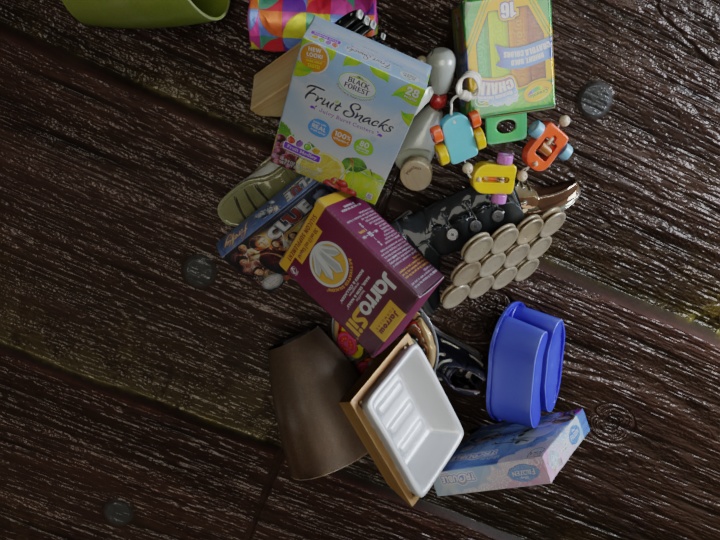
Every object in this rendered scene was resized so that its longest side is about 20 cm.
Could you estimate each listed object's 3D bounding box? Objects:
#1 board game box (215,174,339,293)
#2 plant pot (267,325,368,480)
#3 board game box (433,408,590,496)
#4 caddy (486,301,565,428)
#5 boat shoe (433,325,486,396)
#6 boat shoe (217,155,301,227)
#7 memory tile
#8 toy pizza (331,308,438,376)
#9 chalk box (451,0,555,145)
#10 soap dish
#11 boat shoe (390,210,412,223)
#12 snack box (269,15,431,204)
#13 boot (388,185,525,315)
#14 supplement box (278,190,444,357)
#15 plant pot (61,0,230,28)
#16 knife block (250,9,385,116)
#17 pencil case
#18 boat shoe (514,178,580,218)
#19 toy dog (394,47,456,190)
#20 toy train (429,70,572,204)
[{"bbox_3d":[-0.107,-0.060,1.006,0.199,0.035,0.135,-37,142,10],"label":"board game box"},{"bbox_3d":[-0.071,0.202,1.062,0.184,0.187,0.204,-23,93,7],"label":"plant pot"},{"bbox_3d":[0.240,0.287,1.026,0.197,0.198,0.044,-22,88,36],"label":"board game box"},{"bbox_3d":[0.260,0.154,1.055,0.103,0.140,0.205,13,110,35],"label":"caddy"},{"bbox_3d":[0.123,0.140,1.074,0.196,0.093,0.076,21,106,-6],"label":"boat shoe"},{"bbox_3d":[-0.132,-0.137,1.006,0.197,0.069,0.075,-29,117,7],"label":"boat shoe"},{"bbox_3d":[0.213,-0.019,0.970,0.196,0.017,0.155,-17,145,-27],"label":"memory tile"},{"bbox_3d":[0.033,0.119,1.055,0.196,0.032,0.205,11,115,26],"label":"toy pizza"},{"bbox_3d":[0.205,-0.287,0.933,0.121,0.124,0.205,-8,106,3],"label":"chalk box"},{"bbox_3d":[0.064,0.225,0.985,0.080,0.157,0.203,-9,117,47],"label":"soap dish"},{"bbox_3d":[0.011,-0.028,1.036,0.197,0.072,0.069,-29,103,8],"label":"boat shoe"},{"bbox_3d":[-0.019,-0.207,0.865,0.165,0.068,0.202,20,134,-5],"label":"snack box"},{"bbox_3d":[0.159,-0.040,0.984,0.196,0.066,0.167,-24,113,3],"label":"boot"},{"bbox_3d":[0.000,0.000,0.935,0.200,0.103,0.132,42,120,11],"label":"supplement box"},{"bbox_3d":[-0.309,-0.413,0.884,0.196,0.187,0.191,-10,107,19],"label":"plant pot"},{"bbox_3d":[-0.064,-0.291,0.907,0.195,0.176,0.065,3,67,0],"label":"knife block"},{"bbox_3d":[-0.071,-0.362,0.933,0.195,0.089,0.091,5,107,-2],"label":"pencil case"},{"bbox_3d":[0.247,-0.107,1.013,0.196,0.076,0.073,-21,104,4],"label":"boat shoe"},{"bbox_3d":[0.075,-0.225,0.949,0.094,0.132,0.205,11,105,1],"label":"toy dog"},{"bbox_3d":[0.188,-0.184,0.896,0.197,0.056,0.152,27,107,-18],"label":"toy train"}]
